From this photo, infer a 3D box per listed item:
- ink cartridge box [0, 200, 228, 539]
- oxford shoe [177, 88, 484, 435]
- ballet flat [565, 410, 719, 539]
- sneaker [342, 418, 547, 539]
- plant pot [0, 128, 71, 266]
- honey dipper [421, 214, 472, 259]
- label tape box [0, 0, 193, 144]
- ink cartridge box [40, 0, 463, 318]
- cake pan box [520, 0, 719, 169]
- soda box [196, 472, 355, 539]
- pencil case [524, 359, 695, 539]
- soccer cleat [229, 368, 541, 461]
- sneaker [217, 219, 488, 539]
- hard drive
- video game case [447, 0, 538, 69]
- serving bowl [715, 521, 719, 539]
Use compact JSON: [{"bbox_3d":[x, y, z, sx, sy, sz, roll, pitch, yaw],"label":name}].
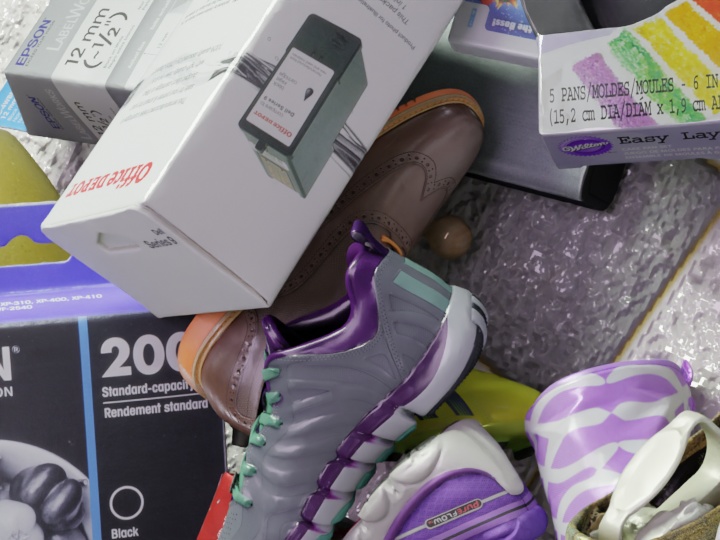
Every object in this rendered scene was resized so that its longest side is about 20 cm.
[{"bbox_3d":[-0.167,0.066,1.279,0.043,0.197,0.201,-149,54,-76],"label":"ink cartridge box"},{"bbox_3d":[0.000,0.000,1.229,0.200,0.071,0.073,-50,46,4],"label":"oxford shoe"},{"bbox_3d":[0.163,0.075,1.067,0.200,0.071,0.071,-39,48,-19],"label":"ballet flat"},{"bbox_3d":[0.021,0.162,1.182,0.083,0.080,0.200,46,130,19],"label":"sneaker"},{"bbox_3d":[-0.208,0.044,1.369,0.142,0.200,0.200,41,103,13],"label":"plant pot"},{"bbox_3d":[-0.016,-0.048,1.328,0.199,0.038,0.038,24,91,39],"label":"honey dipper"},{"bbox_3d":[-0.126,-0.144,1.397,0.199,0.066,0.144,11,61,38],"label":"label tape box"},{"bbox_3d":[-0.052,-0.080,1.220,0.201,0.084,0.146,-58,20,-17],"label":"ink cartridge box"},{"bbox_3d":[0.173,-0.146,1.159,0.199,0.052,0.185,-3,70,15],"label":"cake pan box"},{"bbox_3d":[-0.066,0.209,1.266,0.070,0.063,0.201,24,91,40],"label":"soda box"},{"bbox_3d":[0.135,0.138,1.121,0.085,0.084,0.201,-13,65,-4],"label":"pencil case"},{"bbox_3d":[0.011,0.055,1.252,0.199,0.065,0.084,1,81,40],"label":"soccer cleat"},{"bbox_3d":[-0.031,0.069,1.173,0.200,0.087,0.074,-51,12,12],"label":"sneaker"},{"bbox_3d":[0.063,-0.119,1.289,0.199,0.033,0.140,17,87,40],"label":"hard drive"},{"bbox_3d":[0.137,-0.187,1.217,0.142,0.018,0.201,13,77,18],"label":"video game case"},{"bbox_3d":[0.240,0.132,1.015,0.199,0.066,0.201,0,87,6],"label":"serving bowl"}]
